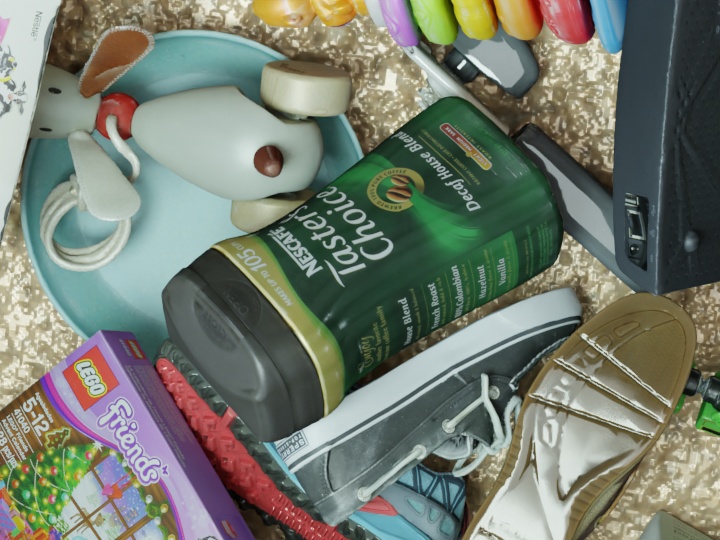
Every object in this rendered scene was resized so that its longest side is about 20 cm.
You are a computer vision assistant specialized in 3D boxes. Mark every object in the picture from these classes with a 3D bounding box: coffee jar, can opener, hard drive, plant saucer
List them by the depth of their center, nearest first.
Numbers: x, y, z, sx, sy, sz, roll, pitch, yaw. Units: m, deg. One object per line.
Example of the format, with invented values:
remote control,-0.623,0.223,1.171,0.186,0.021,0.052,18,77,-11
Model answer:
coffee jar,0.000,0.000,1.287,0.200,0.085,0.104,-34,59,-18
hard drive,0.184,-0.094,1.313,0.042,0.135,0.200,13,105,38
can opener,0.101,-0.069,1.361,0.066,0.053,0.200,-44,92,11
plant saucer,-0.090,-0.037,1.398,0.200,0.036,0.200,1,100,7

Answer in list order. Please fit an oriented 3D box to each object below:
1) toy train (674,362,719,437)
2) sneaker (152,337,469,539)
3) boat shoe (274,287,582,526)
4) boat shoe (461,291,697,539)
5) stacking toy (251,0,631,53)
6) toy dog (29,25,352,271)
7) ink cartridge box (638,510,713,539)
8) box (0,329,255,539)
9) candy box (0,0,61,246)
toy train,0.215,0.078,1.370,0.200,0.056,0.042,20,74,4
sneaker,-0.026,0.096,1.381,0.200,0.096,0.079,41,144,-2
boat shoe,0.050,0.074,1.339,0.199,0.074,0.068,-27,83,-34
boat shoe,0.115,0.101,1.333,0.072,0.072,0.200,29,94,10
stacking toy,0.039,-0.158,1.312,0.200,0.116,0.110,-13,128,9
toy dog,-0.102,-0.069,1.326,0.200,0.096,0.132,-10,98,8
ink cartridge box,0.185,0.246,1.329,0.147,0.200,0.145,31,102,0
box,-0.133,0.151,1.342,0.137,0.039,0.200,-38,73,18
candy box,-0.228,-0.096,1.316,0.072,0.200,0.168,11,101,-22
